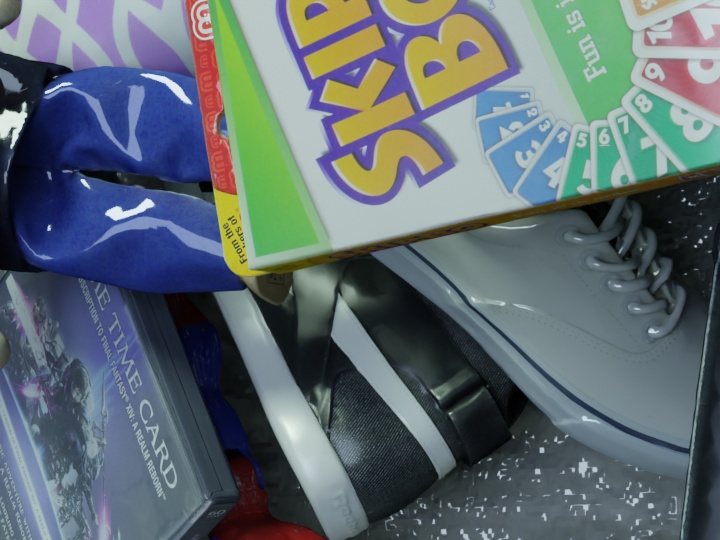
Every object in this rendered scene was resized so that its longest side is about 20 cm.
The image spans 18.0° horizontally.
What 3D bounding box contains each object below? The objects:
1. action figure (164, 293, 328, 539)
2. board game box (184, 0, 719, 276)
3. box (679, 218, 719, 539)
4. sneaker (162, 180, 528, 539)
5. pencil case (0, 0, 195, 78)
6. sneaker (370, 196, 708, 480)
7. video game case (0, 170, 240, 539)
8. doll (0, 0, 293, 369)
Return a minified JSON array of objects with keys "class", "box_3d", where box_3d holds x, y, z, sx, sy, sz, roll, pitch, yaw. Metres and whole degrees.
[{"class":"action figure","box_3d":[-0.066,0.094,0.870,0.200,0.065,0.099,55,130,33]},{"class":"board game box","box_3d":[0.035,-0.062,0.646,0.199,0.030,0.096,-13,83,29]},{"class":"box","box_3d":[0.220,0.046,0.669,0.199,0.196,0.125,8,89,26]},{"class":"sneaker","box_3d":[0.000,0.000,0.861,0.111,0.073,0.201,-25,57,-4]},{"class":"pencil case","box_3d":[-0.069,-0.094,0.839,0.199,0.085,0.085,-24,65,29]},{"class":"sneaker","box_3d":[0.073,0.001,0.776,0.199,0.073,0.071,34,145,-3]},{"class":"video game case","box_3d":[-0.121,0.076,0.875,0.200,0.019,0.144,-48,56,40]},{"class":"doll","box_3d":[-0.120,-0.031,0.803,0.198,0.048,0.138,9,97,17]}]
